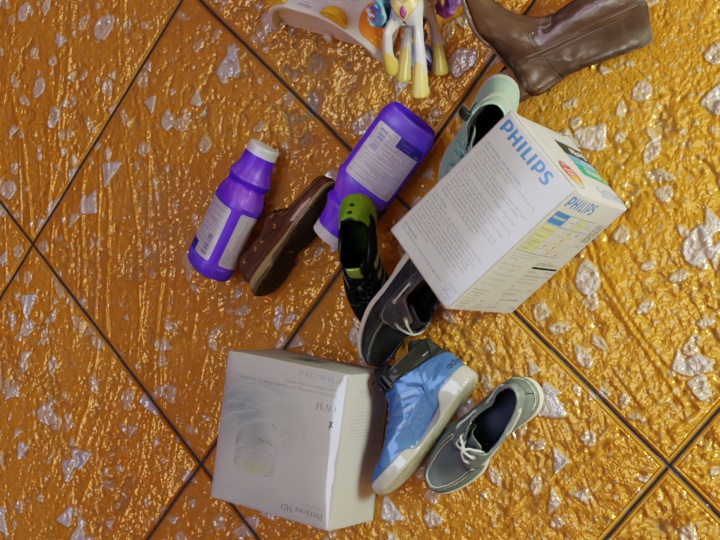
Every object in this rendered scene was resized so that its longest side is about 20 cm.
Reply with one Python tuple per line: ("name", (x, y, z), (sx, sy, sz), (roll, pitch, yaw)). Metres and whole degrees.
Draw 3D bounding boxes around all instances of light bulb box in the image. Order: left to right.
("light bulb box", (0.176, -0.061, 1.320), (0.200, 0.197, 0.126), (-44, 68, 20))

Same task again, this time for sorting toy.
("sorting toy", (-0.024, -0.407, 1.543), (0.198, 0.107, 0.182), (22, 79, 30))

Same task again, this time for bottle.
("bottle", (-0.179, -0.088, 1.613), (0.202, 0.065, 0.083), (-64, 34, 11))
("bottle", (0.013, -0.121, 1.487), (0.083, 0.065, 0.201), (35, 108, -4))

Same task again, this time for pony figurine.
("pony figurine", (0.073, -0.341, 1.421), (0.163, 0.193, 0.204), (4, 116, 19))

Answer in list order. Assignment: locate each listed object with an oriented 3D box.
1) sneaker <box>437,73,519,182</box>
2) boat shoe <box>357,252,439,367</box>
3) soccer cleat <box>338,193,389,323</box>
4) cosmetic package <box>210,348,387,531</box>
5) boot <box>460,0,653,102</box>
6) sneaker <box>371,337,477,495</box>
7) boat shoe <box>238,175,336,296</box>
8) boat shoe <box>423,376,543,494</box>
("sneaker", (0.133, -0.132, 1.377), (0.073, 0.118, 0.203), (21, 117, 6))
("boat shoe", (0.057, 0.053, 1.442), (0.201, 0.071, 0.068), (-59, 42, 28))
("soccer cleat", (0.000, 0.000, 1.453), (0.066, 0.081, 0.203), (-2, 120, 15))
("cosmetic package", (-0.080, 0.220, 1.505), (0.196, 0.122, 0.204), (7, 92, 32))
("boot", (0.235, -0.316, 1.346), (0.198, 0.065, 0.187), (-23, 115, 31))
("sneaker", (0.052, 0.181, 1.449), (0.111, 0.076, 0.202), (38, 102, 21))
("boat shoe", (-0.105, -0.057, 1.567), (0.068, 0.072, 0.201), (47, 113, 23))
("boat shoe", (0.142, 0.206, 1.403), (0.200, 0.061, 0.073), (-46, 66, 21))
